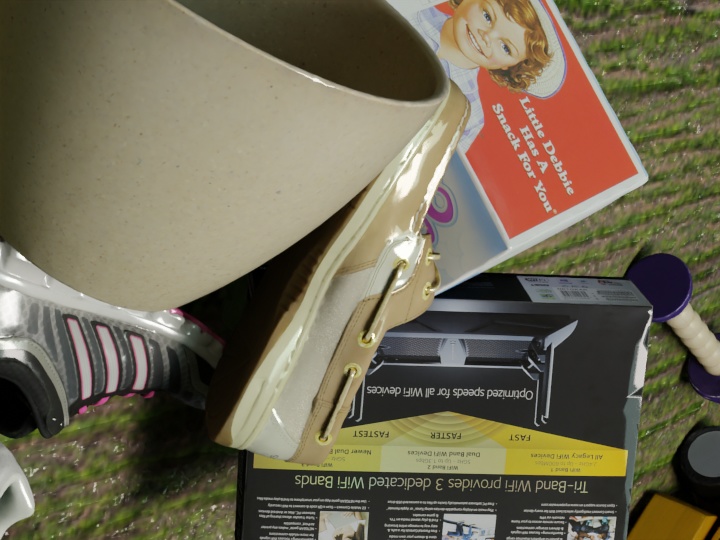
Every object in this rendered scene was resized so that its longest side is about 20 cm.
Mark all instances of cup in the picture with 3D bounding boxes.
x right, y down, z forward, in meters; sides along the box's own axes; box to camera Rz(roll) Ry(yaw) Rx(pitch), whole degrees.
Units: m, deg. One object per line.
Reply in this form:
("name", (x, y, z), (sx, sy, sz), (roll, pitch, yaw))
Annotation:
("cup", (-0.084, -0.070, 0.790), (0.200, 0.200, 0.144), (4, 125, -53))

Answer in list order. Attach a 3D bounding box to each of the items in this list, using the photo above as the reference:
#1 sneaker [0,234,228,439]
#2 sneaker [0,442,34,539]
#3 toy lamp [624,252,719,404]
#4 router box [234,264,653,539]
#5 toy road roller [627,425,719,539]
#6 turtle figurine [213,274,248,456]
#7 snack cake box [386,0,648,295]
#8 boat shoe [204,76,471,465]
("sneaker", (-0.135, 0.038, 0.868), (0.200, 0.074, 0.088), (30, 89, -53))
("sneaker", (-0.216, 0.152, 0.820), (0.201, 0.080, 0.070), (-61, 146, -5))
("toy lamp", (0.251, 0.050, 1.390), (0.058, 0.058, 0.200), (-59, 145, -9))
("router box", (0.039, 0.082, 0.947), (0.198, 0.052, 0.158), (3, 106, -7))
("toy road roller", (0.293, 0.233, 1.472), (0.200, 0.145, 0.123), (-51, 142, -21))
("turtle figurine", (0.006, 0.038, 1.048), (0.193, 0.201, 0.144), (1, 142, -29))
("snack cake box", (0.041, -0.103, 0.919), (0.115, 0.067, 0.201), (-25, 86, -44))
("boat shoe", (0.000, 0.000, 0.862), (0.066, 0.074, 0.201), (25, 107, -21))
